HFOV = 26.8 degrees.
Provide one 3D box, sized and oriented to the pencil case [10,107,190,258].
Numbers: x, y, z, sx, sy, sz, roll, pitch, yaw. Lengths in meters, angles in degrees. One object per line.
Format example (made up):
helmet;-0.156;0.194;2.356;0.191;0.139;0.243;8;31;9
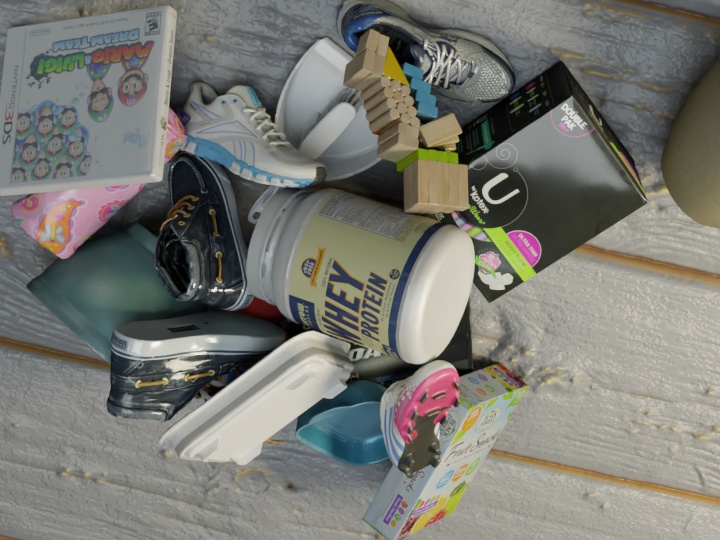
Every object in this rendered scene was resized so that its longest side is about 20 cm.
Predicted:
pencil case;-0.270;-0.105;1.574;0.087;0.087;0.200;42;100;-16

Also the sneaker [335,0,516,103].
sneaker;0.066;-0.215;1.561;0.200;0.085;0.077;20;115;-8

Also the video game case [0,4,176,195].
video game case;-0.282;-0.171;1.537;0.200;0.024;0.182;-3;75;24

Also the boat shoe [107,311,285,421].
boat shoe;-0.172;0.098;1.557;0.200;0.071;0.091;-2;112;-38

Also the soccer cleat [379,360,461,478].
soccer cleat;0.051;0.140;1.581;0.070;0.086;0.200;-20;149;-21

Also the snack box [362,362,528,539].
snack box;0.097;0.208;1.729;0.053;0.142;0.200;38;115;22

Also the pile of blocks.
pile of blocks;0.045;-0.143;1.518;0.082;0.062;0.200;-21;88;-30

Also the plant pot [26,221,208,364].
plant pot;-0.243;0.033;1.645;0.200;0.200;0.134;42;85;-16

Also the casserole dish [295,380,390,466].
casserole dish;0.005;0.173;1.725;0.121;0.039;0.200;-23;150;20

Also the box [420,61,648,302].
box;0.175;-0.094;1.592;0.200;0.124;0.149;-33;110;16

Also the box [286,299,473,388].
box;0.022;0.073;1.675;0.200;0.046;0.159;-10;138;-3

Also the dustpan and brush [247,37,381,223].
dustpan and brush;-0.054;-0.130;1.618;0.140;0.057;0.200;38;112;-15

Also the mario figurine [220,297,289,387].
mario figurine;-0.116;0.066;1.719;0.106;0.123;0.200;33;131;33

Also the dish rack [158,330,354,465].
dish rack;-0.098;0.142;1.580;0.200;0.172;0.044;-38;71;9

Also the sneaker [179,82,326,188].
sneaker;-0.116;-0.145;1.572;0.200;0.075;0.087;23;104;29

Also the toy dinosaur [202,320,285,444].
toy dinosaur;-0.122;0.146;1.674;0.106;0.060;0.200;-2;132;-13

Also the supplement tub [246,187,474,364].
supplement tub;0.000;0.000;1.538;0.200;0.145;0.145;18;118;22

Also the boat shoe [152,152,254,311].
boat shoe;-0.178;-0.051;1.583;0.091;0.200;0.071;10;137;-47

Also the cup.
cup;0.396;-0.120;1.554;0.200;0.200;0.143;38;138;-15
